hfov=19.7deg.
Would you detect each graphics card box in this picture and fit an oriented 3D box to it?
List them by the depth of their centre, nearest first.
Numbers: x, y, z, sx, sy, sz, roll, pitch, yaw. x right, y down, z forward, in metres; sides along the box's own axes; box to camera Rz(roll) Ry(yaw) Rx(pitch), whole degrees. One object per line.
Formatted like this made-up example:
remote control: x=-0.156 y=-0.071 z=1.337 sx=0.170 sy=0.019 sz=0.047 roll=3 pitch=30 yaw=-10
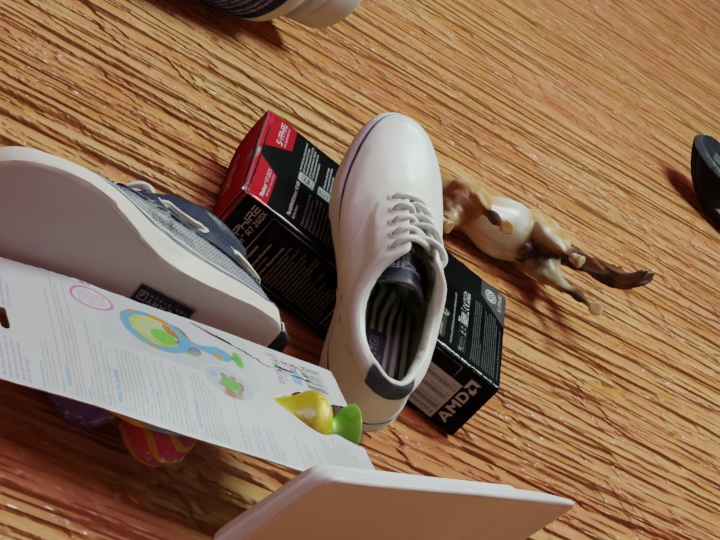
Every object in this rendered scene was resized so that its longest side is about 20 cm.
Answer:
graphics card box: x=0.000 y=0.000 z=1.275 sx=0.200 sy=0.051 sz=0.126 roll=37 pitch=24 yaw=-13

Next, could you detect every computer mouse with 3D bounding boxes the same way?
computer mouse: x=0.371 y=-0.033 z=1.975 sx=0.200 sy=0.046 sz=0.140 roll=45 pitch=26 yaw=-11

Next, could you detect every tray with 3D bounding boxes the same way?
tray: x=0.008 y=0.124 z=0.993 sx=0.200 sy=0.107 sz=0.022 roll=13 pitch=48 yaw=-51

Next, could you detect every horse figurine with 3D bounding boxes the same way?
horse figurine: x=0.110 y=-0.027 z=1.494 sx=0.200 sy=0.050 sz=0.133 roll=26 pitch=10 yaw=-19

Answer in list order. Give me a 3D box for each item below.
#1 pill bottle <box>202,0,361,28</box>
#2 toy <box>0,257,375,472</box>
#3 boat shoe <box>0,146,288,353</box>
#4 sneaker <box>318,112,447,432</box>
pill bottle: x=-0.087 y=-0.244 z=1.471 sx=0.200 sy=0.120 sz=0.120 roll=20 pitch=32 yaw=-45
toy: x=-0.094 y=0.062 z=0.998 sx=0.200 sy=0.047 sz=0.115 roll=16 pitch=23 yaw=-23
boat shoe: x=-0.129 y=-0.016 z=1.077 sx=0.200 sy=0.075 sz=0.093 roll=38 pitch=15 yaw=-34
sneaker: x=0.024 y=-0.006 z=1.185 sx=0.073 sy=0.071 sz=0.201 roll=18 pitch=62 yaw=-25
